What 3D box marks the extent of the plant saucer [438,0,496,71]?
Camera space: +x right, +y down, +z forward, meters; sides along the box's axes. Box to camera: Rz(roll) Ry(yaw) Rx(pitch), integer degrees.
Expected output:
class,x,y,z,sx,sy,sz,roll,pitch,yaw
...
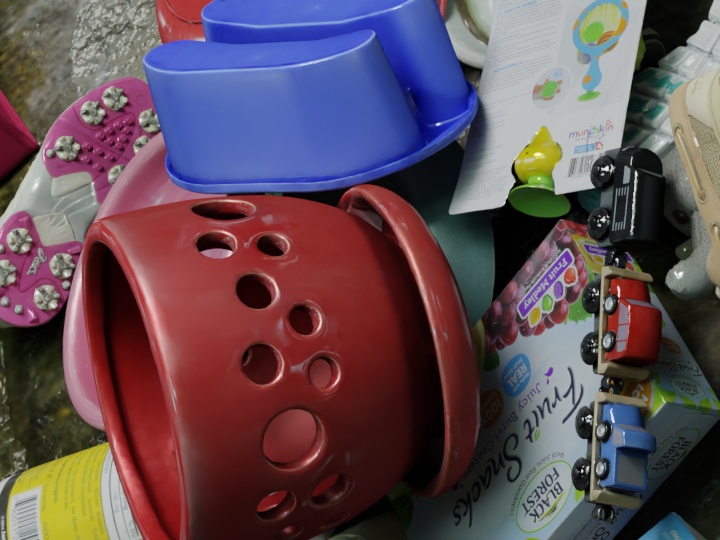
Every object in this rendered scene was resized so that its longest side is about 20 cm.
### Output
class,x,y,z,sx,sy,sz,roll,pitch,yaw
plant saucer,0.131,-0.204,1.782,0.200,0.050,0.201,-27,49,34

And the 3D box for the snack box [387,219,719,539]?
class,x,y,z,sx,sy,sz,roll,pitch,yaw
snack box,0.100,0.093,1.613,0.200,0.053,0.142,-53,47,29

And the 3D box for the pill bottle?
class,x,y,z,sx,sy,sz,roll,pitch,yaw
pill bottle,-0.118,0.150,1.727,0.199,0.111,0.112,-19,57,23

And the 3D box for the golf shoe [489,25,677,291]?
class,x,y,z,sx,sy,sz,roll,pitch,yaw
golf shoe,0.116,-0.067,1.733,0.200,0.077,0.088,-41,29,7

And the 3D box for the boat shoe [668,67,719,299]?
class,x,y,z,sx,sy,sz,roll,pitch,yaw
boat shoe,0.213,-0.008,1.462,0.064,0.071,0.201,-20,86,50

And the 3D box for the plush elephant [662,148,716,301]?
class,x,y,z,sx,sy,sz,roll,pitch,yaw
plush elephant,0.222,-0.015,1.554,0.165,0.154,0.201,-47,26,51

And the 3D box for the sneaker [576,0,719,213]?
class,x,y,z,sx,sy,sz,roll,pitch,yaw
sneaker,0.212,-0.093,1.658,0.200,0.091,0.078,-44,31,0

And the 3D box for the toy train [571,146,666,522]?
class,x,y,z,sx,sy,sz,roll,pitch,yaw
toy train,0.139,0.032,1.512,0.046,0.034,0.201,-11,70,54

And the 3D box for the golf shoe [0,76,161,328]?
class,x,y,z,sx,sy,sz,roll,pitch,yaw
golf shoe,-0.202,-0.045,1.911,0.200,0.075,0.091,-57,16,-26

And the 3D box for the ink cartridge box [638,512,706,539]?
class,x,y,z,sx,sy,sz,roll,pitch,yaw
ink cartridge box,0.134,0.242,1.545,0.200,0.067,0.116,-41,51,7

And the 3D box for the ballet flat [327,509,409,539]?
class,x,y,z,sx,sy,sz,roll,pitch,yaw
ballet flat,-0.034,0.208,1.672,0.200,0.069,0.069,-47,50,2

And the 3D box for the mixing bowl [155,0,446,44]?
class,x,y,z,sx,sy,sz,roll,pitch,yaw
mixing bowl,-0.055,-0.174,1.821,0.200,0.108,0.201,-20,53,29

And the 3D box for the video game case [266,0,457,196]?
class,x,y,z,sx,sy,sz,roll,pitch,yaw
video game case,-0.036,-0.089,1.860,0.182,0.024,0.201,4,69,35

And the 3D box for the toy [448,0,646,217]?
class,x,y,z,sx,sy,sz,roll,pitch,yaw
toy,0.124,-0.117,1.659,0.115,0.047,0.201,-10,52,39

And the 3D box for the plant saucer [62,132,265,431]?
class,x,y,z,sx,sy,sz,roll,pitch,yaw
plant saucer,-0.114,0.009,1.786,0.200,0.051,0.201,-36,44,44

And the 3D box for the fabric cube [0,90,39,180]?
class,x,y,z,sx,sy,sz,roll,pitch,yaw
fabric cube,-0.381,-0.116,1.984,0.199,0.196,0.200,-42,50,5

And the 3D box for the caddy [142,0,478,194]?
class,x,y,z,sx,sy,sz,roll,pitch,yaw
caddy,-0.029,-0.098,1.674,0.199,0.105,0.141,1,29,35

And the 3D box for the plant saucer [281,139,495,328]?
class,x,y,z,sx,sy,sz,roll,pitch,yaw
plant saucer,0.000,0.000,1.725,0.200,0.036,0.201,-4,85,49

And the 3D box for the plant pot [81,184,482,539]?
class,x,y,z,sx,sy,sz,roll,pitch,yaw
plant pot,-0.043,0.050,1.578,0.182,0.201,0.201,-15,50,-17
